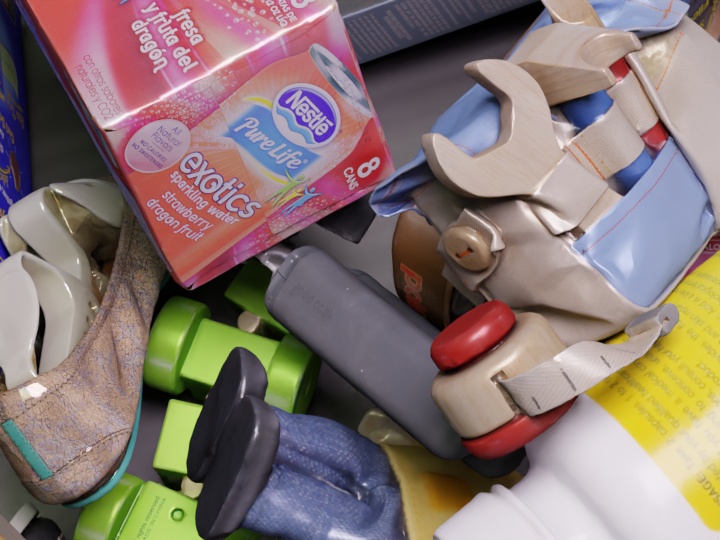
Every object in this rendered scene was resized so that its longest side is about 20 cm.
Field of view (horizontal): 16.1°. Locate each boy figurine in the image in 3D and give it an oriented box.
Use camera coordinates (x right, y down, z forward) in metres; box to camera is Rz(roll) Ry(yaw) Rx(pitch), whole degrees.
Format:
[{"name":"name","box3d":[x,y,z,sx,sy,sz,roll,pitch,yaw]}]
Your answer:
[{"name":"boy figurine","box3d":[0.036,0.096,0.958,0.200,0.064,0.124,18,24,-17]}]

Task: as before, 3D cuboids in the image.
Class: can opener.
[{"name":"can opener","box3d":[0.000,0.000,0.961,0.200,0.053,0.067,38,98,42]}]

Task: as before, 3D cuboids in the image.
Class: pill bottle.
[{"name":"pill bottle","box3d":[0.127,0.061,0.876,0.200,0.111,0.111,-38,69,-7]}]

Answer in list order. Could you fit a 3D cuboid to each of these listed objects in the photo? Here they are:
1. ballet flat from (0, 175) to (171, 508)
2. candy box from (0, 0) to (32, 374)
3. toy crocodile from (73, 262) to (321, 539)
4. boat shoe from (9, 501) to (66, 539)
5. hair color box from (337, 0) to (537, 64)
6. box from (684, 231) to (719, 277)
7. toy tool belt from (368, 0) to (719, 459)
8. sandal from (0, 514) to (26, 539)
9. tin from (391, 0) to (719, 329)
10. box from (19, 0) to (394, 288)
[{"name":"ballet flat","box3d":[-0.112,0.006,0.998,0.068,0.067,0.200,-34,29,21]},{"name":"candy box","box3d":[-0.188,-0.052,1.018,0.077,0.169,0.200,-11,65,7]},{"name":"toy crocodile","box3d":[-0.062,0.078,1.018,0.067,0.062,0.200,17,72,12]},{"name":"boat shoe","box3d":[-0.147,0.183,0.963,0.060,0.074,0.200,23,58,-2]},{"name":"hair color box","box3d":[0.006,-0.148,1.080,0.200,0.061,0.099,-18,73,10]},{"name":"box","box3d":[0.215,0.042,0.992,0.200,0.103,0.095,2,66,5]},{"name":"toy tool belt","box3d":[0.058,-0.038,0.885,0.123,0.125,0.200,53,47,-10]},{"name":"sandal","box3d":[-0.060,0.138,0.911,0.200,0.082,0.055,28,65,26]},{"name":"tin","box3d":[0.083,-0.058,1.040,0.042,0.112,0.200,30,70,26]},{"name":"box","box3d":[-0.078,-0.106,0.969,0.095,0.103,0.200,-28,51,-6]}]
